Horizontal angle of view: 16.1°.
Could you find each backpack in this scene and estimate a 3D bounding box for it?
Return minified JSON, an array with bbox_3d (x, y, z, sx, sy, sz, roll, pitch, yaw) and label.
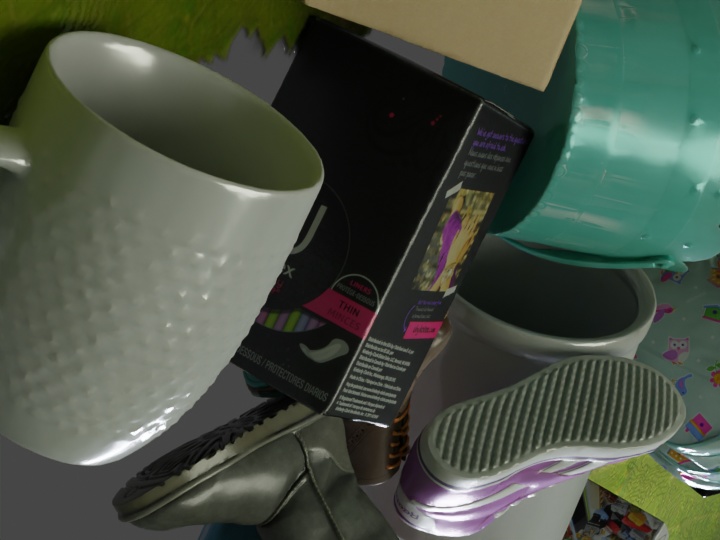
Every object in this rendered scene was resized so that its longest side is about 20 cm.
[{"bbox_3d":[0.235,0.064,1.849,0.166,0.201,0.127,-34,154,9],"label":"backpack"}]

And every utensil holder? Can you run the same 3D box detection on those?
[{"bbox_3d":[0.097,0.083,1.774,0.170,0.169,0.201,-31,143,-52],"label":"utensil holder"}]

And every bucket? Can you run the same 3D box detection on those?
[{"bbox_3d":[0.145,-0.103,1.575,0.134,0.207,0.208,6,116,-25],"label":"bucket"}]

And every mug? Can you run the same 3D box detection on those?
[{"bbox_3d":[-0.139,-0.007,1.215,0.199,0.148,0.176,12,115,-36],"label":"mug"}]

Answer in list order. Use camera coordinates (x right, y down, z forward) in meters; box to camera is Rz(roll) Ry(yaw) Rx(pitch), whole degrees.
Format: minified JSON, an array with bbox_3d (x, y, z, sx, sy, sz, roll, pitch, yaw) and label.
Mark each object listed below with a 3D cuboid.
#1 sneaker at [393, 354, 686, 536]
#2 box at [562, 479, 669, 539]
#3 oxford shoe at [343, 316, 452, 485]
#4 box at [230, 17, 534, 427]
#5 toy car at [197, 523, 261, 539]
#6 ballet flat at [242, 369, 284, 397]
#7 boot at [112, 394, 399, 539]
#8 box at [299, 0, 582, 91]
[{"bbox_3d":[0.110,0.119,1.667,0.199,0.073,0.115,-9,150,-25],"label":"sneaker"},{"bbox_3d":[0.117,0.190,1.893,0.110,0.199,0.035,-57,157,-13],"label":"box"},{"bbox_3d":[0.013,0.088,1.621,0.071,0.073,0.200,-38,173,-42],"label":"oxford shoe"},{"bbox_3d":[-0.005,-0.026,1.483,0.201,0.122,0.106,-64,157,2],"label":"box"},{"bbox_3d":[-0.045,0.237,1.699,0.178,0.183,0.200,-62,-172,5],"label":"toy car"},{"bbox_3d":[0.000,0.000,1.585,0.070,0.067,0.201,32,84,-46],"label":"ballet flat"},{"bbox_3d":[-0.039,0.186,1.542,0.181,0.072,0.201,-25,99,-29],"label":"boot"},{"bbox_3d":[0.070,-0.218,1.424,0.162,0.021,0.201,17,104,-22],"label":"box"}]
